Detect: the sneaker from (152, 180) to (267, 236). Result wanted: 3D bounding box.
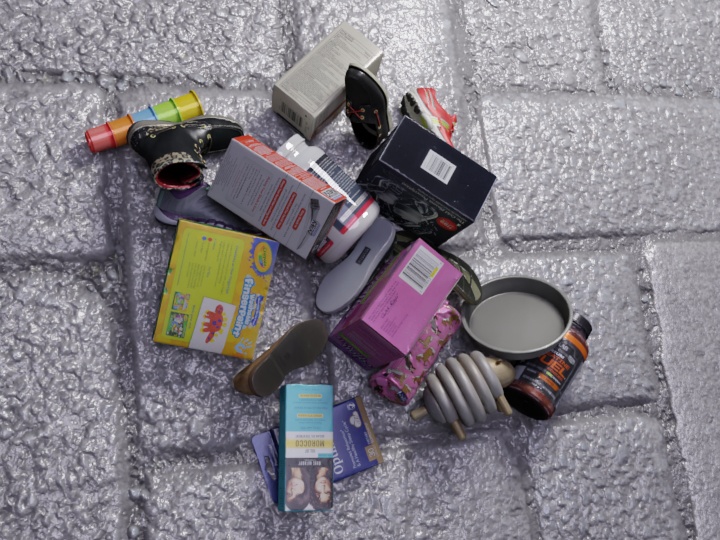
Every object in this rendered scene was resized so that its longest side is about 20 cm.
[{"bbox_3d":[-0.245,-0.109,1.428,0.199,0.074,0.088,9,106,-16],"label":"sneaker"}]

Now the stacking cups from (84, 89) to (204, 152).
[{"bbox_3d":[-0.368,-0.249,1.446,0.200,0.061,0.061,-26,85,-21],"label":"stacking cups"}]

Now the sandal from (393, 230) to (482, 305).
[{"bbox_3d":[0.138,-0.001,1.553,0.201,0.057,0.080,35,36,11],"label":"sandal"}]

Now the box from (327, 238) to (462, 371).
[{"bbox_3d":[0.054,0.062,1.429,0.097,0.200,0.176,39,69,-5],"label":"box"}]

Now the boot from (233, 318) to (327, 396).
[{"bbox_3d":[-0.135,0.142,1.421,0.200,0.075,0.074,-37,108,-42],"label":"boot"}]

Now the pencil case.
[{"bbox_3d":[0.099,0.141,1.484,0.083,0.087,0.200,41,65,-8],"label":"pencil case"}]

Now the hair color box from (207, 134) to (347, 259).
[{"bbox_3d":[-0.136,-0.121,1.369,0.200,0.111,0.064,34,23,10],"label":"hair color box"}]

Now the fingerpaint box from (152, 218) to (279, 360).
[{"bbox_3d":[-0.237,0.029,1.381,0.166,0.073,0.201,12,93,-15],"label":"fingerpaint box"}]

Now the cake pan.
[{"bbox_3d":[0.282,0.087,1.529,0.200,0.037,0.201,-5,41,4],"label":"cake pan"}]

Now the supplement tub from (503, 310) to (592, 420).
[{"bbox_3d":[0.348,0.167,1.549,0.107,0.107,0.200,39,68,-5],"label":"supplement tub"}]

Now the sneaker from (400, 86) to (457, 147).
[{"bbox_3d":[0.157,-0.266,1.616,0.085,0.077,0.200,-23,85,-27],"label":"sneaker"}]

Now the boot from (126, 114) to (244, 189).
[{"bbox_3d":[-0.273,-0.194,1.409,0.203,0.074,0.154,-7,38,-28],"label":"boot"}]

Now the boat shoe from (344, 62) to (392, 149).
[{"bbox_3d":[0.009,-0.291,1.515,0.074,0.201,0.063,28,73,23],"label":"boat shoe"}]

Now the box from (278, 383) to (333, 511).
[{"bbox_3d":[-0.089,0.288,1.372,0.082,0.049,0.201,3,76,-16],"label":"box"}]

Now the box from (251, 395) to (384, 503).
[{"bbox_3d":[-0.071,0.301,1.419,0.200,0.032,0.121,-18,83,-20],"label":"box"}]

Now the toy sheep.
[{"bbox_3d":[0.179,0.214,1.472,0.200,0.138,0.138,-27,86,-6],"label":"toy sheep"}]

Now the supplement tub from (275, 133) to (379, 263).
[{"bbox_3d":[-0.078,-0.124,1.465,0.200,0.140,0.140,44,68,-4],"label":"supplement tub"}]

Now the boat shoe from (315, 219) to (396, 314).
[{"bbox_3d":[0.000,0.000,1.499,0.069,0.057,0.200,35,83,27],"label":"boat shoe"}]

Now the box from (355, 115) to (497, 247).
[{"bbox_3d":[0.108,-0.152,1.511,0.200,0.182,0.104,32,70,-7],"label":"box"}]

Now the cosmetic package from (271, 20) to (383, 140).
[{"bbox_3d":[-0.061,-0.349,1.551,0.103,0.087,0.200,41,68,7],"label":"cosmetic package"}]
